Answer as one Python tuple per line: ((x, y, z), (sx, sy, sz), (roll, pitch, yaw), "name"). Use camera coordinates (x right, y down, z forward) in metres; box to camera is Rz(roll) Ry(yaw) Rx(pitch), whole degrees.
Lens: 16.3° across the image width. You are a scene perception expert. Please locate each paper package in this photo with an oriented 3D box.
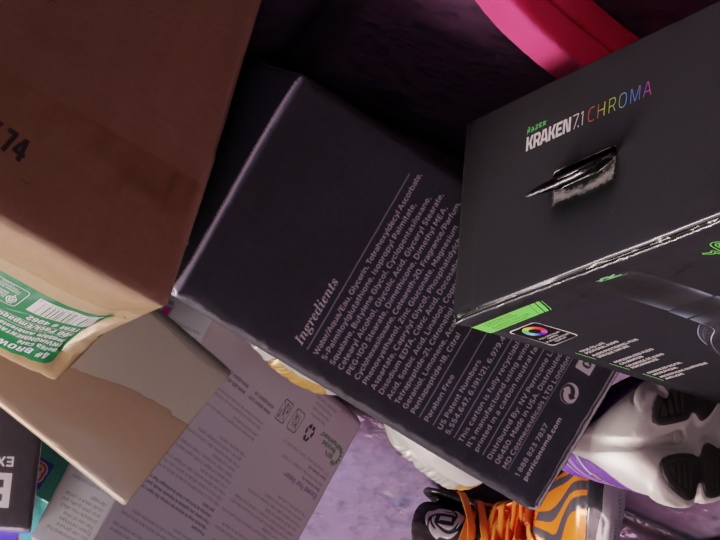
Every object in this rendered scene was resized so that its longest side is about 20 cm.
((-0.160, -0.086, 1.022), (0.199, 0.192, 0.103), (29, 148, -22), "paper package")

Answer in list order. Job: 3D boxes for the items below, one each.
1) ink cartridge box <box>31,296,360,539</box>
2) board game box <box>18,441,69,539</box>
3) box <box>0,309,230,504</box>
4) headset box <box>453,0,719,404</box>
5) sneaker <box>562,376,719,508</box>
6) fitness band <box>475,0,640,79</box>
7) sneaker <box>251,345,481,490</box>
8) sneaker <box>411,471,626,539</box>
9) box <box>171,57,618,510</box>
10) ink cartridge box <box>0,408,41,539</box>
((-0.093, 0.128, 1.295), (0.043, 0.201, 0.196), (25, 170, 28), "ink cartridge box")
((-0.152, 0.097, 1.352), (0.045, 0.153, 0.200), (29, 150, 3), "board game box")
((-0.162, 0.008, 1.119), (0.200, 0.078, 0.095), (40, 175, -12), "box")
((0.156, -0.020, 1.005), (0.199, 0.094, 0.174), (18, 157, -31), "headset box")
((0.164, 0.062, 1.162), (0.199, 0.081, 0.083), (-2, -179, -45), "sneaker")
((0.125, -0.114, 0.988), (0.200, 0.038, 0.143), (35, 145, -31), "fitness band")
((0.019, 0.028, 1.257), (0.199, 0.076, 0.087), (34, 127, -29), "sneaker")
((0.084, 0.150, 1.399), (0.111, 0.078, 0.200), (15, 150, 2), "sneaker")
((0.000, 0.000, 1.111), (0.199, 0.108, 0.148), (31, 178, -24), "box")
((-0.248, 0.070, 1.182), (0.196, 0.202, 0.043), (5, -168, -15), "ink cartridge box")
